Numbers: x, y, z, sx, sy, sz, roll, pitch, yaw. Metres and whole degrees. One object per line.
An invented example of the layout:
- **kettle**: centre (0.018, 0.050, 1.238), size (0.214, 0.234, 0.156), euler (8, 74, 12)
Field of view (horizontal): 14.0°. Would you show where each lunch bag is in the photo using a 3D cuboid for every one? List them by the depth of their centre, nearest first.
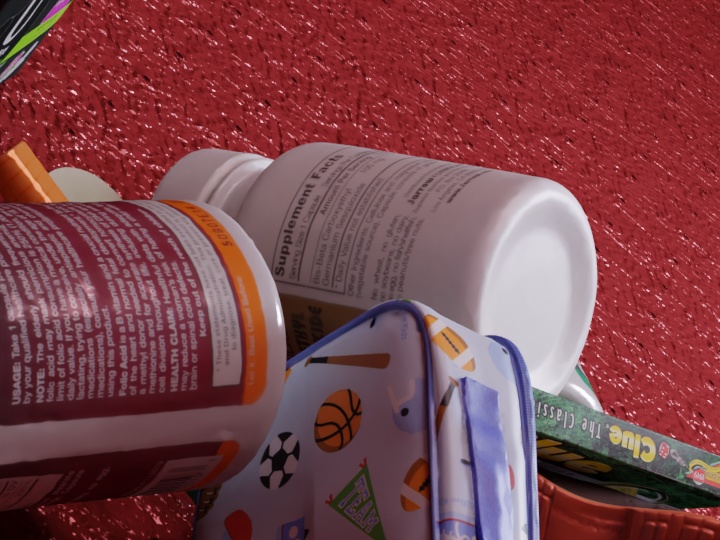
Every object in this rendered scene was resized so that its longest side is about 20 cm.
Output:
- **lunch bag**: centre (0.005, 0.120, 1.122), size (0.075, 0.160, 0.201), euler (25, 49, -37)

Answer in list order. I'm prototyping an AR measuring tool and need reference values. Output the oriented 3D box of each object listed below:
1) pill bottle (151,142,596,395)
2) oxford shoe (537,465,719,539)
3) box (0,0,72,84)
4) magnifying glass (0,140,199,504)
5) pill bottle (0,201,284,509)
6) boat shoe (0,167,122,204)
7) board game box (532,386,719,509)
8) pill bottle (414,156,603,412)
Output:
- **pill bottle**: centre (0.000, 0.000, 1.372), size (0.199, 0.115, 0.114), euler (11, 1, 34)
- **oxford shoe**: centre (0.076, 0.119, 1.279), size (0.199, 0.071, 0.073), euler (17, 0, 2)
- **box**: centre (-0.199, -0.162, 1.392), size (0.124, 0.149, 0.200), euler (40, 20, -1)
- **magnifying glass**: centre (-0.090, 0.031, 1.233), size (0.200, 0.022, 0.080), euler (52, 21, -5)
- **pill bottle**: centre (-0.137, 0.032, 1.088), size (0.199, 0.114, 0.114), euler (-2, 45, -42)
- **boat shoe**: centre (-0.146, 0.007, 1.268), size (0.071, 0.062, 0.200), euler (53, 20, -1)
- **board game box**: centre (0.064, 0.073, 1.289), size (0.200, 0.105, 0.024), euler (21, 68, -35)
- **pill bottle**: centre (0.043, 0.037, 1.486), size (0.113, 0.113, 0.200), euler (28, 24, -34)
